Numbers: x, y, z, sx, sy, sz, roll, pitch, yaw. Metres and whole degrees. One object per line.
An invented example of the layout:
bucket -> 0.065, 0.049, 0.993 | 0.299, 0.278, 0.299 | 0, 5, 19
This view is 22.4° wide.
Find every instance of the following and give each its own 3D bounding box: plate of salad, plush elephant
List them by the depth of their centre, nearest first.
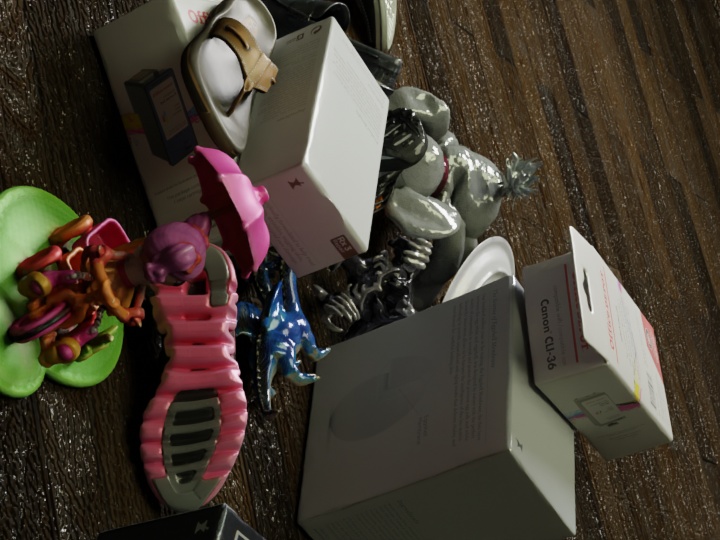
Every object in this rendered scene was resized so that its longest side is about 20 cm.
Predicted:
plush elephant -> 0.055, -0.080, 1.756 | 0.154, 0.199, 0.166 | 22, 55, -33
plate of salad -> 0.096, 0.061, 1.759 | 0.200, 0.048, 0.201 | -47, 147, -43

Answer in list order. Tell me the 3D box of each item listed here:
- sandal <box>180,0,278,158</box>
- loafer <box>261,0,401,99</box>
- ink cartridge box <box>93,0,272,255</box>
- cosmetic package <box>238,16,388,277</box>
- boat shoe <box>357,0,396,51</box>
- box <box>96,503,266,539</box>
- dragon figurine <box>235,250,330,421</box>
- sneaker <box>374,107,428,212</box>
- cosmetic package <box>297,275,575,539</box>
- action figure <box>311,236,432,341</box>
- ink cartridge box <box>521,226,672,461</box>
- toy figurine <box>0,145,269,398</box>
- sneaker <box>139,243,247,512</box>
sandal -> -0.090, -0.163, 1.428 | 0.082, 0.054, 0.201 | 55, 27, -22
loafer -> -0.038, -0.221, 1.689 | 0.200, 0.071, 0.068 | 42, 15, 27
ink cartridge box -> -0.121, -0.118, 1.496 | 0.145, 0.087, 0.202 | -6, 77, -65
cosmetic package -> -0.037, -0.102, 1.468 | 0.102, 0.074, 0.201 | 53, 30, -31
boat shoe -> -0.003, -0.333, 1.954 | 0.075, 0.062, 0.202 | -65, 143, -65
box -> -0.089, 0.286, 1.133 | 0.198, 0.123, 0.201 | 46, 43, -35
dragon figurine -> -0.077, 0.049, 1.477 | 0.100, 0.059, 0.200 | 61, 25, -14
sneaker -> 0.012, -0.092, 1.637 | 0.074, 0.200, 0.080 | -35, 100, -23
cosmetic package -> 0.069, 0.140, 1.528 | 0.123, 0.199, 0.200 | 50, 30, -33
action figure -> 0.000, 0.000, 1.615 | 0.200, 0.119, 0.102 | 44, -1, -30
ink cartridge box -> 0.191, 0.062, 1.523 | 0.200, 0.067, 0.117 | 47, 32, -49
toy figurine -> -0.151, -0.010, 1.227 | 0.151, 0.183, 0.200 | 61, 26, -13
sneaker -> -0.121, 0.085, 1.350 | 0.096, 0.078, 0.202 | 100, -7, -69
